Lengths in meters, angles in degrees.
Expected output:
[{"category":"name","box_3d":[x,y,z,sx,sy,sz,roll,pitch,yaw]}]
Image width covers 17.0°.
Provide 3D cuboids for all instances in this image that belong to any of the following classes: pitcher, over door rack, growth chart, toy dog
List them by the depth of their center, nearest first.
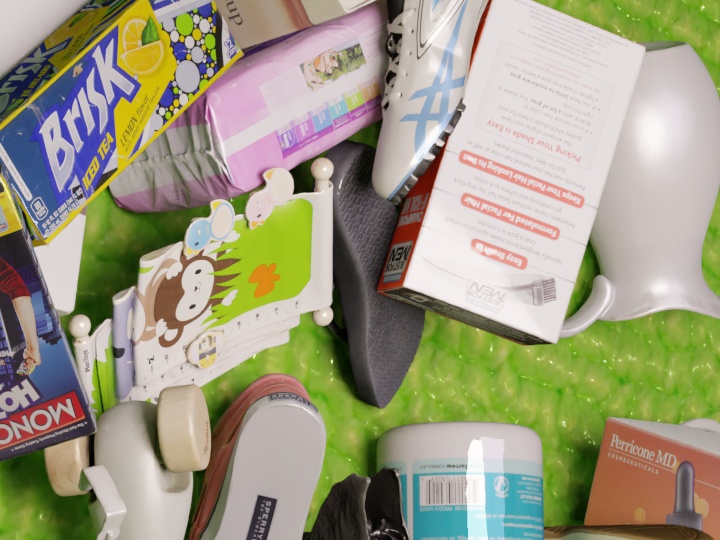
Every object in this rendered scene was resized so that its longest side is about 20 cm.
[{"category":"over door rack","box_3d":[-0.196,0.216,1.277,0.147,0.067,0.201,-13,125,-34]},{"category":"toy dog","box_3d":[-0.122,0.154,1.392,0.096,0.131,0.201,-43,145,-75]},{"category":"growth chart","box_3d":[-0.091,0.023,1.428,0.199,0.018,0.145,-32,139,-22]},{"category":"pitcher","box_3d":[0.183,-0.057,1.726,0.171,0.121,0.201,-11,101,-28]}]

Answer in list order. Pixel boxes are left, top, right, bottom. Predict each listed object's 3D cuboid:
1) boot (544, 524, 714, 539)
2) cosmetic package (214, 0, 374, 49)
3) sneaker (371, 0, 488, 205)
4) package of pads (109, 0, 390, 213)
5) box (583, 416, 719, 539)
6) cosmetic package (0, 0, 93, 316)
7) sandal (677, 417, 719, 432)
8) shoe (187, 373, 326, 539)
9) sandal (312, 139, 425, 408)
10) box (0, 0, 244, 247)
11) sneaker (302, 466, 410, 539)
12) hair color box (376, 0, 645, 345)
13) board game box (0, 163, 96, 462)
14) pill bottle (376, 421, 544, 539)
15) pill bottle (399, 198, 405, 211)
[{"category":"boot","box_3d":[0.158,0.245,1.579,0.072,0.199,0.156,5,80,-37]},{"category":"cosmetic package","box_3d":[-0.067,-0.191,1.449,0.087,0.199,0.104,-34,103,-42]},{"category":"sneaker","box_3d":[0.038,-0.138,1.471,0.072,0.072,0.201,19,78,-9]},{"category":"package of pads","box_3d":[-0.059,-0.105,1.495,0.200,0.120,0.076,-33,110,-41]},{"category":"box","box_3d":[0.231,0.216,1.632,0.106,0.152,0.201,8,95,-37]},{"category":"cosmetic package","box_3d":[-0.215,-0.078,1.372,0.112,0.081,0.201,18,71,-41]},{"category":"sandal","box_3d":[0.192,0.178,1.724,0.203,0.050,0.083,-45,123,-23]},{"category":"shoe","box_3d":[-0.071,0.162,1.469,0.071,0.091,0.201,18,99,-8]},{"category":"sandal","box_3d":[0.000,-0.001,1.553,0.076,0.043,0.201,-48,139,-40]},{"category":"box","box_3d":[-0.153,-0.093,1.334,0.200,0.064,0.070,-50,119,-42]},{"category":"sneaker","box_3d":[-0.001,0.226,1.498,0.060,0.104,0.201,-6,86,-41]},{"category":"hair color box","box_3d":[0.095,-0.064,1.530,0.110,0.064,0.201,20,81,-15]},{"category":"board game box","box_3d":[-0.247,0.060,1.273,0.062,0.199,0.201,-100,173,-70]},{"category":"pill bottle","box_3d":[0.065,0.202,1.561,0.110,0.110,0.202,9,77,-41]},{"category":"pill bottle","box_3d":[0.075,-0.086,1.618,0.116,0.116,0.201,-11,89,-43]}]
